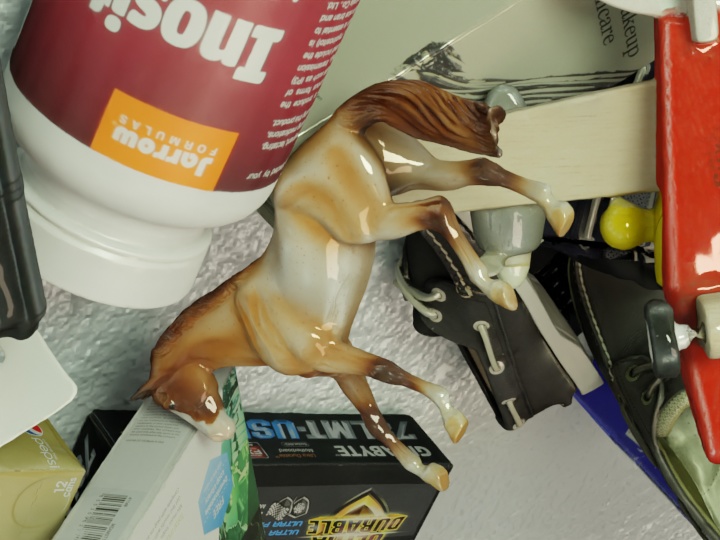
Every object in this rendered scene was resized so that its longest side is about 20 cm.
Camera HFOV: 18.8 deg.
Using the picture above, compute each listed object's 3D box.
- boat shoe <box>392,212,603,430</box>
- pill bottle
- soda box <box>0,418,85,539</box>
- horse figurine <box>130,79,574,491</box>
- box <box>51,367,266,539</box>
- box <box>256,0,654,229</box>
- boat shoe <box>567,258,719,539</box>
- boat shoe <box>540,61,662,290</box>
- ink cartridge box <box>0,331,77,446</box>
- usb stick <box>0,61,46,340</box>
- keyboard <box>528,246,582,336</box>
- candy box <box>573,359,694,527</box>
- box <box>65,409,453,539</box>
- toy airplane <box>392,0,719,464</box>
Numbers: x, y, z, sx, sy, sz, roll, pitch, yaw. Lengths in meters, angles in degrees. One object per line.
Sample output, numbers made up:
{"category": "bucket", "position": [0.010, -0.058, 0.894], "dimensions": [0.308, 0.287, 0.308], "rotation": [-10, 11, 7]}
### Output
{"category": "boat shoe", "position": [0.051, 0.011, 1.029], "dimensions": [0.060, 0.074, 0.200], "rotation": [-35, 140, 5]}
{"category": "pill bottle", "position": [-0.066, -0.090, 0.810], "dimensions": [0.113, 0.113, 0.200], "rotation": [3, 122, -41]}
{"category": "soda box", "position": [-0.188, 0.141, 0.900], "dimensions": [0.068, 0.064, 0.200], "rotation": [4, 122, -41]}
{"category": "horse figurine", "position": [0.000, 0.000, 0.853], "dimensions": [0.050, 0.132, 0.200], "rotation": [-36, 153, -56]}
{"category": "box", "position": [-0.079, 0.159, 0.940], "dimensions": [0.144, 0.036, 0.200], "rotation": [-60, 151, -50]}
{"category": "box", "position": [0.037, -0.091, 0.927], "dimensions": [0.200, 0.068, 0.082], "rotation": [-33, 138, -11]}
{"category": "boat shoe", "position": [0.162, 0.062, 1.043], "dimensions": [0.072, 0.201, 0.066], "rotation": [-29, 169, 6]}
{"category": "boat shoe", "position": [0.130, -0.092, 1.004], "dimensions": [0.075, 0.093, 0.200], "rotation": [33, 70, -64]}
{"category": "ink cartridge box", "position": [-0.220, 0.047, 0.802], "dimensions": [0.200, 0.117, 0.067], "rotation": [-32, 140, -13]}
{"category": "usb stick", "position": [-0.143, -0.072, 0.765], "dimensions": [0.033, 0.055, 0.200], "rotation": [-13, 111, -13]}
{"category": "keyboard", "position": [0.167, -0.030, 1.110], "dimensions": [0.200, 0.040, 0.104], "rotation": [-43, 139, 1]}
{"category": "candy box", "position": [0.234, 0.050, 1.132], "dimensions": [0.200, 0.169, 0.077], "rotation": [-46, 136, 5]}
{"category": "box", "position": [-0.076, 0.160, 1.074], "dimensions": [0.200, 0.050, 0.199], "rotation": [4, 121, -40]}
{"category": "toy airplane", "position": [0.141, -0.047, 0.888], "dimensions": [0.199, 0.200, 0.141], "rotation": [-52, 170, -4]}
